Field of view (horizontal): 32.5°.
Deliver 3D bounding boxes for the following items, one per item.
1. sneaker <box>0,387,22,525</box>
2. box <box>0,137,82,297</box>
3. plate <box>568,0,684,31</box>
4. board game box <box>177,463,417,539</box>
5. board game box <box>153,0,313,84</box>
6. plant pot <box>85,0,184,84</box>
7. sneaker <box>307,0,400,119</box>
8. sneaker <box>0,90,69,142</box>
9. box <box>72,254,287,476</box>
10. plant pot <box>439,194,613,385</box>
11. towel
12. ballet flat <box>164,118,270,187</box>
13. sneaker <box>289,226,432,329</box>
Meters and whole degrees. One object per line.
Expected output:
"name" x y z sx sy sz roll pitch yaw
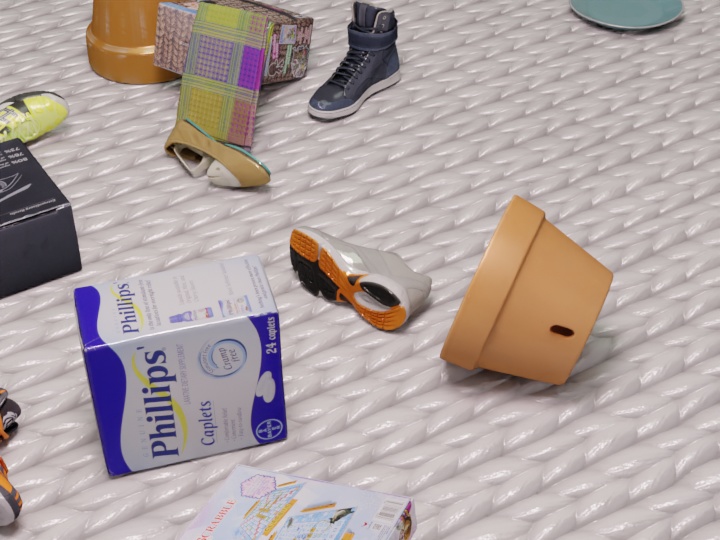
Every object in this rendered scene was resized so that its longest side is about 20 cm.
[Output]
"sneaker" -0.388 0.178 1.279 0.199 0.078 0.112 28 47 34
"box" -0.465 -0.067 1.585 0.147 0.105 0.200 -20 41 -24
"plate" 0.461 -0.457 2.149 0.197 0.026 0.201 0 38 0
"board game box" -0.075 0.270 1.142 0.197 0.042 0.200 7 32 26
"board game box" -0.197 -0.359 1.930 0.158 0.098 0.199 22 25 27
"plant pot" -0.353 -0.432 2.003 0.197 0.185 0.201 -1 36 0
"sneaker" -0.013 -0.329 1.892 0.076 0.147 0.202 25 45 28
"sneaker" -0.518 -0.199 1.802 0.198 0.076 0.077 -21 47 -9
"box" -0.185 0.100 1.290 0.198 0.186 0.105 -11 39 -12
"plant pot" 0.191 0.035 1.375 0.139 0.201 0.201 24 41 7
"towel" -0.200 -0.282 1.804 0.142 0.202 0.023 17 13 28
"ballet flat" -0.205 -0.151 1.742 0.199 0.069 0.063 31 75 39
"sneaker" 0.000 0.000 1.522 0.199 0.076 0.092 33 40 27
